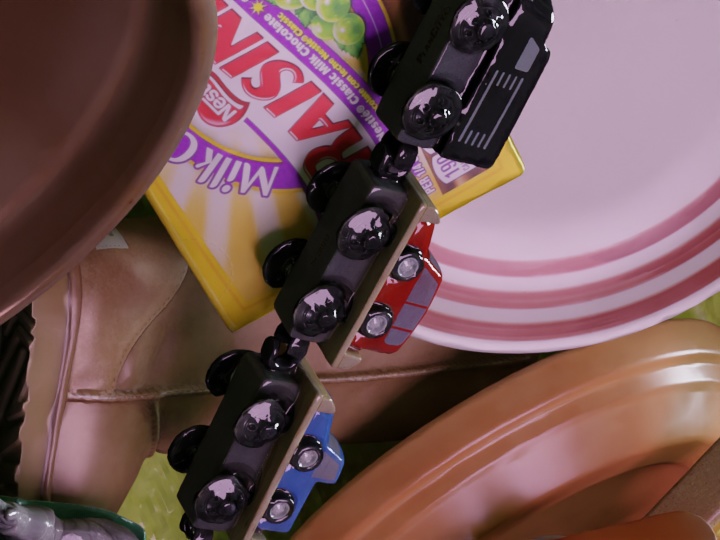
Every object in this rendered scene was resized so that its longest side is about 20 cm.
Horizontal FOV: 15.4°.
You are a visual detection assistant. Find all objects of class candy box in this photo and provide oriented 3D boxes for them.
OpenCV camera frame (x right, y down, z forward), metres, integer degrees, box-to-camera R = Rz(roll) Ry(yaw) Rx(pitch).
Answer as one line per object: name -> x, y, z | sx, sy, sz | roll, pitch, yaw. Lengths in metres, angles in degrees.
candy box -> -0.038, -0.082, 0.735 | 0.102, 0.026, 0.200 | -28, 123, 5

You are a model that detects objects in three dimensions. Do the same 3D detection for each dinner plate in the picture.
dinner plate -> 0.062, -0.062, 0.803 | 0.199, 0.024, 0.201 | -6, 124, -9

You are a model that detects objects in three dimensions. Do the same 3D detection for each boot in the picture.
boot -> -0.037, 0.051, 0.858 | 0.199, 0.066, 0.176 | -5, 123, -36

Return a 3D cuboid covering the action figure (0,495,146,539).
action figure -> -0.113, 0.100, 0.744 | 0.200, 0.055, 0.119 | 5, 79, -43

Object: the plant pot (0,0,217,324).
plant pot -> -0.143, -0.050, 0.657 | 0.200, 0.093, 0.201 | -30, 156, -15

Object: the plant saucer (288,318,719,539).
plant saucer -> 0.054, 0.091, 0.929 | 0.200, 0.038, 0.200 | -27, 156, -13

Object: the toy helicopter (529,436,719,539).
toy helicopter -> 0.095, 0.090, 0.867 | 0.200, 0.079, 0.132 | -49, 145, 13

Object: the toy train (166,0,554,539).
toy train -> 0.000, 0.000, 0.761 | 0.046, 0.034, 0.200 | 13, 117, -35
